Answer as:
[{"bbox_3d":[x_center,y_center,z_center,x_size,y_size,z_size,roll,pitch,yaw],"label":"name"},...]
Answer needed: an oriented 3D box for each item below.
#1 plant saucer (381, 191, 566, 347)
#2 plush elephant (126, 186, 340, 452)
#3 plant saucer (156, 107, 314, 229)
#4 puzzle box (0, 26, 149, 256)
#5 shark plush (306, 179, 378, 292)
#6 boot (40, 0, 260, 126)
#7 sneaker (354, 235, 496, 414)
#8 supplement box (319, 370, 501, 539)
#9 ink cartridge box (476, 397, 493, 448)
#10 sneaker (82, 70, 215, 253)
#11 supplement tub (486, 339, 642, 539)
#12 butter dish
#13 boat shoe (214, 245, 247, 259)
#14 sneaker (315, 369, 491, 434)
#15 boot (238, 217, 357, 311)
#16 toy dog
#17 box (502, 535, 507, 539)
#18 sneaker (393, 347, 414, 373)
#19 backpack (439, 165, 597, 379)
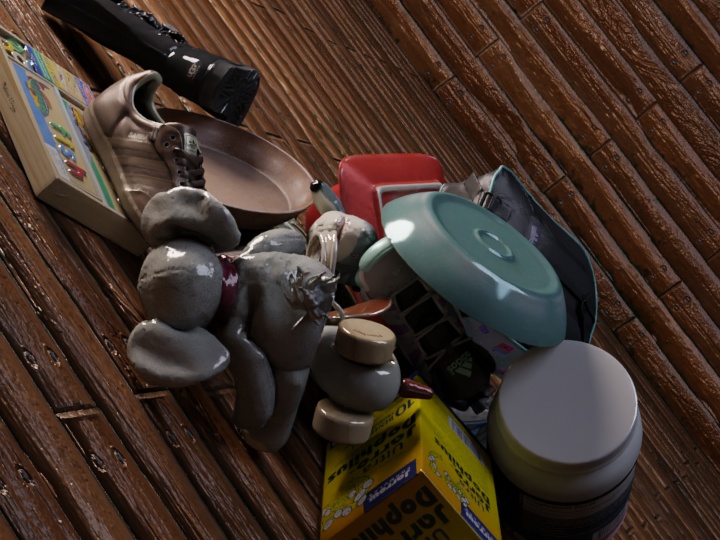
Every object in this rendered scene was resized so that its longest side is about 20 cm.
[{"bbox_3d":[0.110,-0.011,1.395,0.199,0.036,0.200,30,23,-14],"label":"plant saucer"},{"bbox_3d":[-0.106,0.029,1.203,0.154,0.166,0.200,15,-22,-4],"label":"plush elephant"},{"bbox_3d":[-0.138,-0.092,1.466,0.199,0.035,0.201,19,24,-9],"label":"plant saucer"},{"bbox_3d":[-0.248,-0.111,1.318,0.133,0.025,0.201,35,21,-53],"label":"puzzle box"},{"bbox_3d":[0.000,0.000,1.467,0.200,0.083,0.091,64,41,-56],"label":"shark plush"},{"bbox_3d":[-0.208,-0.221,1.582,0.199,0.066,0.165,27,-2,9],"label":"boot"},{"bbox_3d":[0.074,0.060,1.406,0.140,0.078,0.200,52,-2,39],"label":"sneaker"},{"bbox_3d":[0.041,0.190,1.311,0.110,0.109,0.200,49,13,-14],"label":"supplement box"},{"bbox_3d":[0.192,0.242,1.649,0.200,0.040,0.200,42,17,-45],"label":"ink cartridge box"},{"bbox_3d":[-0.162,-0.083,1.308,0.201,0.075,0.070,57,14,22],"label":"sneaker"},{"bbox_3d":[0.185,0.167,1.445,0.141,0.139,0.201,59,-14,31],"label":"supplement tub"},{"bbox_3d":[0.006,-0.016,1.677,0.199,0.147,0.201,-7,88,-54],"label":"butter dish"},{"bbox_3d":[-0.102,0.015,1.407,0.200,0.075,0.072,-30,114,-78],"label":"boat shoe"},{"bbox_3d":[0.039,0.147,1.485,0.199,0.090,0.078,12,21,-38],"label":"sneaker"},{"bbox_3d":[-0.076,-0.034,1.580,0.200,0.072,0.155,43,19,-18],"label":"boot"},{"bbox_3d":[-0.001,0.070,1.340,0.096,0.132,0.201,12,36,-21],"label":"toy dog"},{"bbox_3d":[0.112,0.240,1.559,0.118,0.048,0.200,51,11,-9],"label":"box"},{"bbox_3d":[0.057,0.110,1.644,0.097,0.071,0.200,20,9,-19],"label":"sneaker"},{"bbox_3d":[0.144,0.019,1.598,0.199,0.153,0.177,32,55,-27],"label":"backpack"}]
